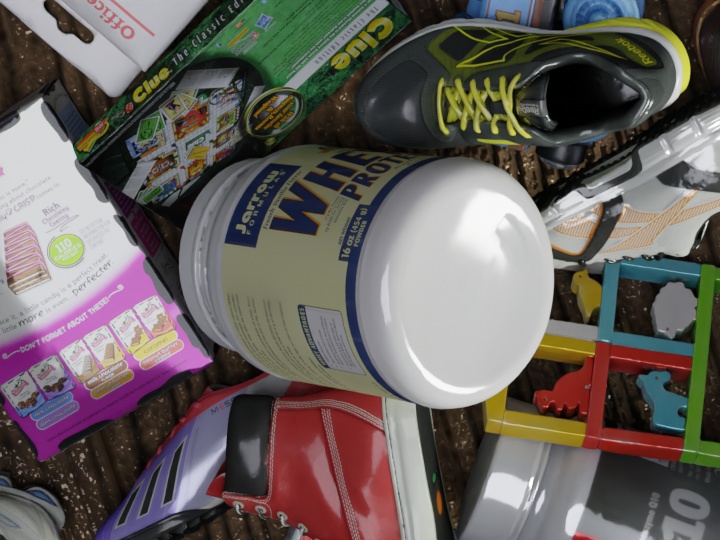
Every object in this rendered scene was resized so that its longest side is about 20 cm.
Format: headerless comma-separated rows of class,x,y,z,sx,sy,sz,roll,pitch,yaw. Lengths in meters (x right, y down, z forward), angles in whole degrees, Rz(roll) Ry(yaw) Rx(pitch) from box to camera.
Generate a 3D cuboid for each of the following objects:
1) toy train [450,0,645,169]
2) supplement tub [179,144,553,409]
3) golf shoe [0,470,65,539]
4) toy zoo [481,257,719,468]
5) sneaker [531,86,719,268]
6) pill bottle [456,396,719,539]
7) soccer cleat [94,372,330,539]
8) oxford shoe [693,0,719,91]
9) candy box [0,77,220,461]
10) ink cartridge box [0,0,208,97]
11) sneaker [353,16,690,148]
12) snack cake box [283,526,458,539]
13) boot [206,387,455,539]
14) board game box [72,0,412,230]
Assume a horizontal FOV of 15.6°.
toy train,0.114,-0.163,1.586,0.114,0.087,0.201,12,107,6
supplement tub,0.000,0.000,1.564,0.200,0.145,0.146,8,113,48
golf shoe,-0.294,0.164,1.697,0.199,0.097,0.079,5,108,4
toy zoo,0.153,0.048,1.632,0.199,0.020,0.132,8,63,1
sneaker,0.156,-0.029,1.581,0.200,0.074,0.080,-29,100,29
pill bottle,0.168,0.158,1.658,0.199,0.114,0.114,20,106,-2
soccer cleat,-0.098,0.117,1.694,0.200,0.068,0.073,-35,82,13
oxford shoe,0.257,-0.071,1.600,0.071,0.073,0.200,-28,103,10
candy box,-0.196,0.000,1.661,0.136,0.061,0.200,-29,103,11
ink cartridge box,-0.132,-0.204,1.595,0.115,0.068,0.200,40,105,-8
sneaker,0.087,-0.107,1.520,0.199,0.085,0.075,-8,105,17
snack cake box,0.036,0.228,1.710,0.199,0.067,0.115,22,108,-3
boot,-0.018,0.167,1.633,0.144,0.072,0.201,-7,103,12
board game box,-0.072,-0.115,1.612,0.200,0.023,0.105,-41,136,13
